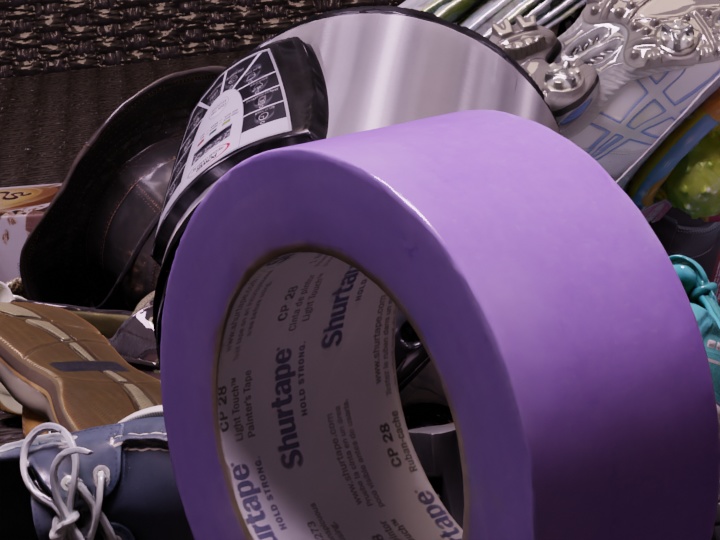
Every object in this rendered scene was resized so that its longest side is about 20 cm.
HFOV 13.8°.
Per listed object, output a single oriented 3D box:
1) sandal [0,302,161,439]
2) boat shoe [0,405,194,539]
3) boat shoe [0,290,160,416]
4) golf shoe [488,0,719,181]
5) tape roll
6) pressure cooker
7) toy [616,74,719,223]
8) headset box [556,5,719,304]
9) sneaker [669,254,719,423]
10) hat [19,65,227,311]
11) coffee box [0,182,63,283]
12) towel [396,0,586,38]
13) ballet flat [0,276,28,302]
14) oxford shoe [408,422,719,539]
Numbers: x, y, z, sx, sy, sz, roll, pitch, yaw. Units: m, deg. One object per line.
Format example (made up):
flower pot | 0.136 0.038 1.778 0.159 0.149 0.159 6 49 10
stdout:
sandal | -0.126 0.073 1.366 0.080 0.054 0.200 3 21 -37
boat shoe | -0.120 0.096 1.200 0.199 0.075 0.062 -3 9 25
boat shoe | -0.101 0.043 1.509 0.199 0.065 0.073 -2 11 24
golf shoe | 0.128 -0.088 1.429 0.199 0.098 0.078 -21 47 -14
tape roll | 0.022 0.050 1.008 0.085 0.201 0.200 -15 13 -38
pressure cooker | 0.003 0.001 1.288 0.178 0.177 0.200 2 37 8
toy | 0.159 -0.041 1.405 0.200 0.047 0.115 -42 -10 21
headset box | 0.190 -0.075 1.597 0.077 0.149 0.200 -11 38 -36
sneaker | 0.151 0.031 1.376 0.077 0.080 0.200 -6 9 5
hat | -0.083 -0.010 1.594 0.200 0.201 0.081 -16 45 -42
coffee box | -0.224 -0.004 1.805 0.199 0.080 0.113 -4 11 14
towel | 0.048 -0.124 1.541 0.171 0.048 0.200 -34 7 -5
ballet flat | -0.231 0.041 1.572 0.068 0.076 0.200 1 13 31
oxford shoe | 0.090 0.082 1.158 0.084 0.073 0.200 -11 11 -36
